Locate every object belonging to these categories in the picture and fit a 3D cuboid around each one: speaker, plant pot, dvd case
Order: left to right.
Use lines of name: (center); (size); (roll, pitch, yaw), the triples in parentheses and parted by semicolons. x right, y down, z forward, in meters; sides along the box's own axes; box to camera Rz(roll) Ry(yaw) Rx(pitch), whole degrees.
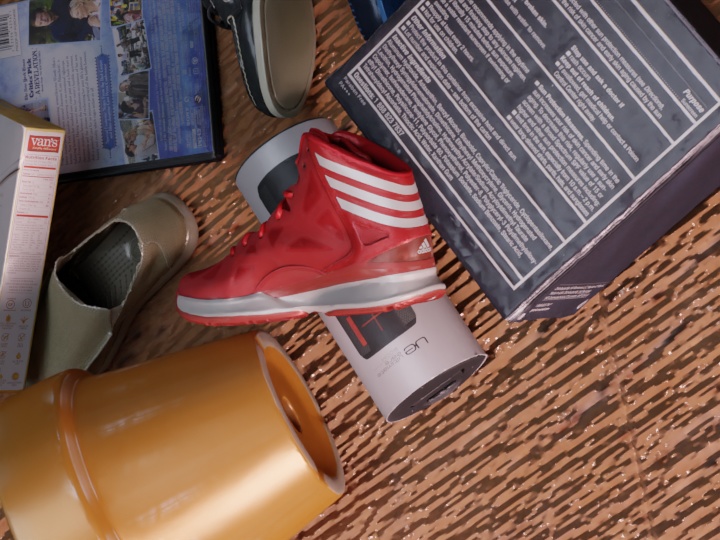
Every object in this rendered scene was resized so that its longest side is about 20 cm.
dvd case: (-0.194, -0.140, 1.275); (0.199, 0.018, 0.143); (-6, 88, 26)
plant pot: (-0.118, 0.136, 1.153); (0.183, 0.200, 0.201); (-27, 78, 8)
speaker: (0.000, 0.000, 1.144); (0.081, 0.081, 0.200); (-38, 74, 21)

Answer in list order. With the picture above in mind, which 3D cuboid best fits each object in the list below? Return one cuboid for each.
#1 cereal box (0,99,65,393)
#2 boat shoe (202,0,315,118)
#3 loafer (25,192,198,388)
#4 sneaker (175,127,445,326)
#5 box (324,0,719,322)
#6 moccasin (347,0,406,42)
cereal box: (-0.281, -0.025, 1.270); (0.144, 0.039, 0.201); (24, 107, 50)
boat shoe: (-0.079, -0.199, 1.187); (0.066, 0.074, 0.200); (-10, 85, 28)
loafer: (-0.202, 0.020, 1.250); (0.076, 0.068, 0.200); (45, 109, 19)
sneaker: (-0.038, -0.029, 1.073); (0.199, 0.078, 0.116); (-6, 93, 32)
box: (0.124, -0.106, 1.057); (0.198, 0.123, 0.200); (-43, 72, 22)
moccasin: (-0.006, -0.233, 1.159); (0.068, 0.080, 0.201); (-24, 65, 29)
